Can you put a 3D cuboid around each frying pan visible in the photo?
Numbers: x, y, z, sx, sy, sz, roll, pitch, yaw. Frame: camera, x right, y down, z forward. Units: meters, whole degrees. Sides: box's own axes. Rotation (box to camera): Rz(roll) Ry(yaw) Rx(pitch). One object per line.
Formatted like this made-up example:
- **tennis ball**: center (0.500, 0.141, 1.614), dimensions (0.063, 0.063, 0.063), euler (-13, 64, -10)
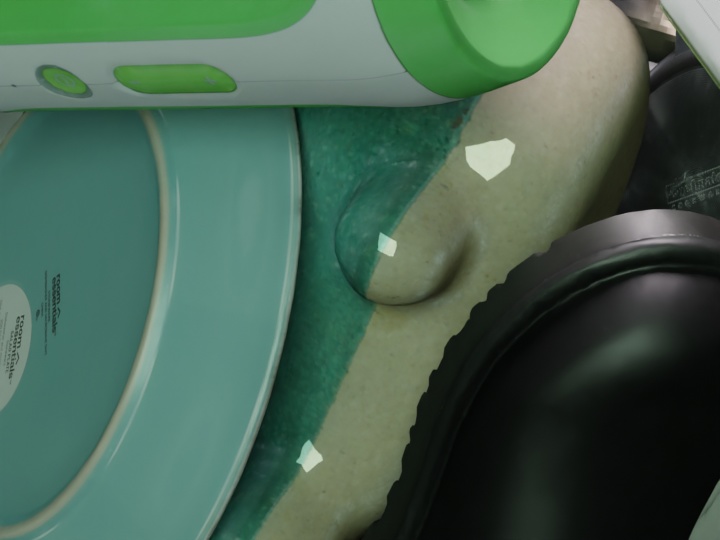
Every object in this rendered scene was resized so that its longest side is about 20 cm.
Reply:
- **frying pan**: center (0.115, -0.057, 0.805), dimensions (0.115, 0.031, 0.191), euler (13, 93, 50)

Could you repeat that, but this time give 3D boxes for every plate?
- **plate**: center (-0.082, 0.011, 0.786), dimensions (0.200, 0.026, 0.201), euler (-27, 56, 48)

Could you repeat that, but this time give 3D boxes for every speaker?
- **speaker**: center (-0.044, -0.084, 0.715), dimensions (0.199, 0.088, 0.089), euler (2, 87, 37)

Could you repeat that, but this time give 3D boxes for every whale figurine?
- **whale figurine**: center (0.000, 0.000, 0.772), dimensions (0.104, 0.159, 0.200), euler (30, 85, 10)

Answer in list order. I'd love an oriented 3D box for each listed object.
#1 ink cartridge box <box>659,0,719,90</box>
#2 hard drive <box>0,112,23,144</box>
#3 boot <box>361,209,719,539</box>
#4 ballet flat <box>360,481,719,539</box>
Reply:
- **ink cartridge box**: center (0.151, -0.106, 0.733), dimensions (0.076, 0.200, 0.148), euler (37, 106, -30)
- **hard drive**: center (-0.060, -0.074, 0.874), dimensions (0.200, 0.027, 0.132), euler (31, 94, 13)
- **boot**: center (0.060, 0.107, 0.679), dimensions (0.211, 0.079, 0.158), euler (-63, 33, 31)
- **ballet flat**: center (0.053, 0.081, 0.821), dimensions (0.199, 0.069, 0.070), euler (-21, 83, 10)
